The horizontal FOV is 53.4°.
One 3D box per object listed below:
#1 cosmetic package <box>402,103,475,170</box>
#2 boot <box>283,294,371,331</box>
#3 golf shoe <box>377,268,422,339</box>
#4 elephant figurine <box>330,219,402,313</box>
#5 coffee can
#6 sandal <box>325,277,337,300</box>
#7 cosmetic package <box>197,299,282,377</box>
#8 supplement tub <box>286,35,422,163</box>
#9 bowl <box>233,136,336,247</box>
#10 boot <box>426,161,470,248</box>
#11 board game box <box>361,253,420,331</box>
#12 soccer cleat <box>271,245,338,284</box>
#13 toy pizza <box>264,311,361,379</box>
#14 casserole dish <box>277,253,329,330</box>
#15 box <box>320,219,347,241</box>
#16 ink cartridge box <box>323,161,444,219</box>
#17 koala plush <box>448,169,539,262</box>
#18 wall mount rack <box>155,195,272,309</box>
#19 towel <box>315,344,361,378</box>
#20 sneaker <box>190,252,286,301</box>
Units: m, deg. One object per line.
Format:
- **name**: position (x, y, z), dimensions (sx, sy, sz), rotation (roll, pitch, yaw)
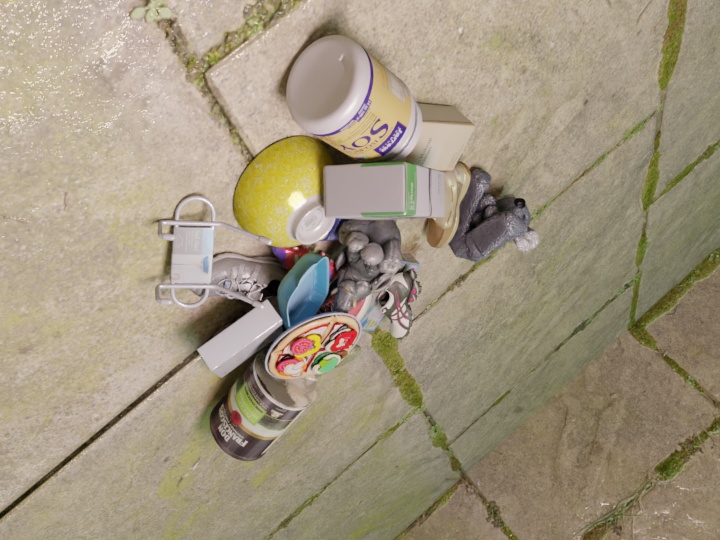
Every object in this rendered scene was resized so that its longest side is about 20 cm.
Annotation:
- **cosmetic package**: position (0.106, -0.242, 1.299), dimensions (0.198, 0.073, 0.105), rotation (-10, 136, -43)
- **boot**: position (-0.074, 0.087, 1.490), dimensions (0.200, 0.073, 0.144), rotation (-46, 147, 11)
- **golf shoe**: position (0.076, 0.078, 1.595), dimensions (0.086, 0.078, 0.202), rotation (-7, 135, -15)
- **elephant figurine**: position (0.000, 0.000, 1.361), dimensions (0.152, 0.143, 0.202), rotation (-4, 138, -24)
- **coffee can**: position (-0.199, 0.270, 1.456), dimensions (0.145, 0.148, 0.200), rotation (-1, 141, -47)
- **sandal**: position (-0.006, 0.007, 1.461), dimensions (0.200, 0.048, 0.075), rotation (-44, 179, -9)
- **cosmetic package**: position (-0.217, 0.130, 1.322), dimensions (0.150, 0.052, 0.200), rotation (-38, 174, -12)
- **supplement tub**: position (-0.004, -0.251, 1.095), dimensions (0.146, 0.146, 0.199), rotation (-51, 147, 14)
- **bowl**: position (-0.102, -0.108, 1.190), dimensions (0.198, 0.108, 0.202), rotation (-28, 146, -21)
- **boot**: position (0.138, -0.121, 1.476), dimensions (0.154, 0.073, 0.202), rotation (-17, 138, -36)
- **board game box**: position (0.034, 0.049, 1.596), dimensions (0.133, 0.034, 0.201), rotation (8, 122, -52)
- **soccer cleat**: position (-0.107, -0.007, 1.342), dimensions (0.077, 0.066, 0.199), rotation (-59, 151, 6)
- **toy pizza**: position (-0.084, 0.151, 1.342), dimensions (0.197, 0.032, 0.202), rotation (-21, 147, -14)
- **casserole dish**: position (-0.105, 0.041, 1.285), dimensions (0.122, 0.038, 0.201), rotation (-52, 165, -24)
- **box**: position (0.000, -0.111, 1.356), dimensions (0.198, 0.033, 0.122), rotation (-8, 141, -47)
- **ink cartridge box**: position (0.046, -0.128, 1.188), dimensions (0.199, 0.143, 0.086), rotation (-6, 96, -65)
- **koala plush**: position (0.305, -0.112, 1.600), dimensions (0.198, 0.179, 0.185), rotation (-11, 148, -41)
- **wall mount rack**: position (-0.235, -0.010, 1.131), dimensions (0.170, 0.075, 0.203), rotation (1, 120, -19)
- **towel**: position (-0.106, 0.199, 1.540), dimensions (0.198, 0.037, 0.147), rotation (-30, 152, 30)
- **sneaker**: position (-0.201, 0.019, 1.251), dimensions (0.198, 0.082, 0.076), rotation (-9, 135, -43)
